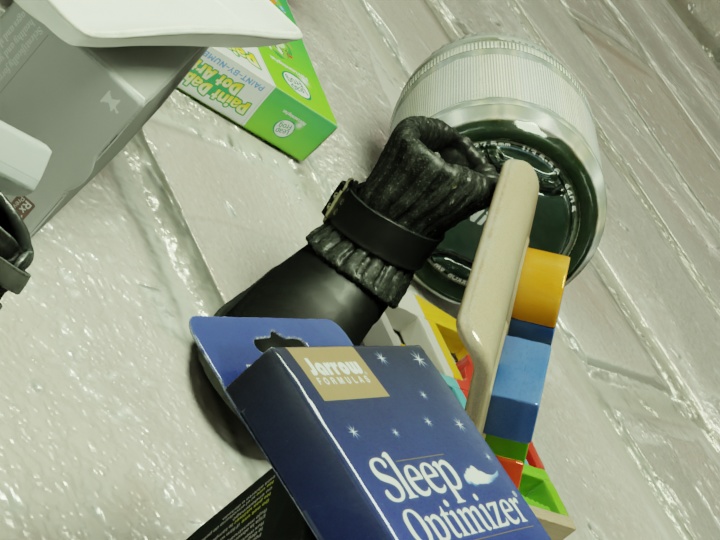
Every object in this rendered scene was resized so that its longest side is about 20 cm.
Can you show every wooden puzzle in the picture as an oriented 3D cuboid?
[{"bbox_3d":[0.080,0.067,0.929,0.046,0.201,0.185,9,34,9],"label":"wooden puzzle"}]

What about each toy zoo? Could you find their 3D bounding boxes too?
[{"bbox_3d":[0.059,0.081,1.103,0.131,0.020,0.200,24,32,-47],"label":"toy zoo"}]

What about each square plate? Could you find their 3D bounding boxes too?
[{"bbox_3d":[-0.148,-0.172,0.847,0.200,0.028,0.198,44,24,16],"label":"square plate"}]

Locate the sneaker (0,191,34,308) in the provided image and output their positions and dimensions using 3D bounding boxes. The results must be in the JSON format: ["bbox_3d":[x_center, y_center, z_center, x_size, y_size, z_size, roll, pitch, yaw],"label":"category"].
[{"bbox_3d":[-0.174,0.028,0.630,0.071,0.099,0.200,38,25,-29],"label":"sneaker"}]

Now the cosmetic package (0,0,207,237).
[{"bbox_3d":[-0.147,-0.106,0.903,0.090,0.107,0.200,43,20,-5],"label":"cosmetic package"}]

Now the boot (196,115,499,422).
[{"bbox_3d":[-0.002,-0.002,0.935,0.079,0.158,0.211,45,21,-9],"label":"boot"}]

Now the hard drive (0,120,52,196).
[{"bbox_3d":[-0.241,-0.085,0.688,0.132,0.027,0.200,10,-14,47],"label":"hard drive"}]

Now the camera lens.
[{"bbox_3d":[0.098,-0.077,1.257,0.160,0.160,0.200,42,22,-16],"label":"camera lens"}]

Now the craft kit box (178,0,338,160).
[{"bbox_3d":[-0.119,-0.192,1.194,0.200,0.048,0.198,29,32,-41],"label":"craft kit box"}]

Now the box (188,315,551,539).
[{"bbox_3d":[0.021,0.090,0.651,0.200,0.032,0.121,55,22,19],"label":"box"}]

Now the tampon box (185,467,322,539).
[{"bbox_3d":[-0.013,0.189,0.631,0.150,0.126,0.200,42,22,-17],"label":"tampon box"}]
